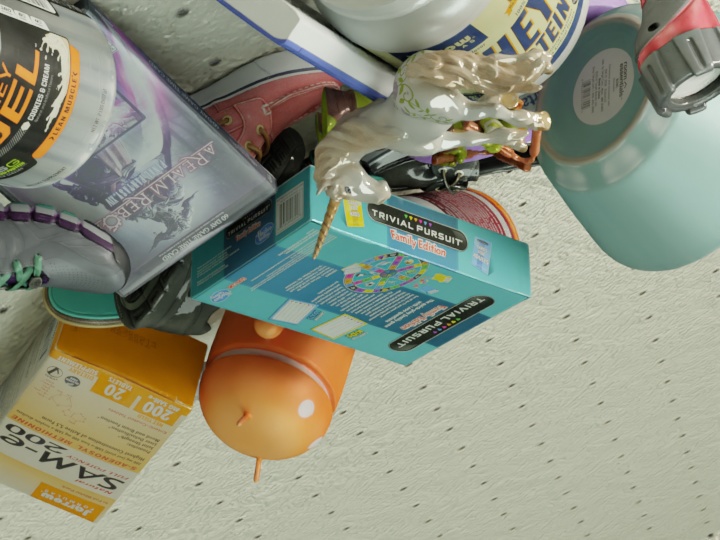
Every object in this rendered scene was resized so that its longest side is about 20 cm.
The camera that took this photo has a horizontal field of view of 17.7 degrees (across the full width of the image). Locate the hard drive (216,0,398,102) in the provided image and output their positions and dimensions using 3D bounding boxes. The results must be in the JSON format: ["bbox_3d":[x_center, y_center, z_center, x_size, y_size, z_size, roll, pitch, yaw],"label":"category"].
[{"bbox_3d":[-0.043,-0.159,1.500,0.025,0.132,0.200,-55,152,6],"label":"hard drive"}]

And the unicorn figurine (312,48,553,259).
[{"bbox_3d":[0.044,-0.094,1.477,0.137,0.074,0.200,-3,149,-12],"label":"unicorn figurine"}]

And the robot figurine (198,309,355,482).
[{"bbox_3d":[-0.064,0.072,1.898,0.116,0.200,0.144,34,140,-19],"label":"robot figurine"}]

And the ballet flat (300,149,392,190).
[{"bbox_3d":[-0.014,-0.049,1.734,0.072,0.072,0.200,-26,-171,1],"label":"ballet flat"}]

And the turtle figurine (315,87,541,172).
[{"bbox_3d":[0.052,-0.105,1.626,0.160,0.065,0.200,0,180,-7],"label":"turtle figurine"}]

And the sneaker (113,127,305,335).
[{"bbox_3d":[-0.102,-0.030,1.752,0.091,0.076,0.200,21,120,-43],"label":"sneaker"}]

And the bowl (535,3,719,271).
[{"bbox_3d":[0.200,-0.109,1.653,0.105,0.201,0.201,23,130,-37],"label":"bowl"}]

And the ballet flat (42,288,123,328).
[{"bbox_3d":[-0.154,0.001,1.825,0.199,0.069,0.063,-19,172,-13],"label":"ballet flat"}]

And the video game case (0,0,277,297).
[{"bbox_3d":[-0.172,-0.078,1.560,0.143,0.019,0.200,-33,125,19],"label":"video game case"}]

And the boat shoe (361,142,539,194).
[{"bbox_3d":[0.080,-0.094,1.865,0.199,0.057,0.069,-18,157,-17],"label":"boat shoe"}]

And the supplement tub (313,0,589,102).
[{"bbox_3d":[0.050,-0.198,1.488,0.145,0.145,0.200,-33,157,17],"label":"supplement tub"}]

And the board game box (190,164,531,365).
[{"bbox_3d":[0.000,0.000,1.685,0.199,0.047,0.151,18,148,-33],"label":"board game box"}]

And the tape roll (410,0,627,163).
[{"bbox_3d":[0.106,-0.162,1.735,0.199,0.066,0.200,-21,157,-9],"label":"tape roll"}]

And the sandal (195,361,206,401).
[{"bbox_3d":[-0.171,0.083,1.993,0.202,0.050,0.083,2,157,-13],"label":"sandal"}]

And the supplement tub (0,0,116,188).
[{"bbox_3d":[-0.247,-0.123,1.372,0.122,0.123,0.200,-35,156,22],"label":"supplement tub"}]

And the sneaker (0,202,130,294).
[{"bbox_3d":[-0.257,-0.003,1.555,0.199,0.088,0.075,16,142,-5],"label":"sneaker"}]

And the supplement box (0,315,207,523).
[{"bbox_3d":[-0.227,0.114,1.909,0.126,0.074,0.200,25,137,-15],"label":"supplement box"}]

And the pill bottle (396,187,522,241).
[{"bbox_3d":[0.050,-0.008,1.898,0.113,0.113,0.200,-35,170,23],"label":"pill bottle"}]

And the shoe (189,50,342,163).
[{"bbox_3d":[-0.090,-0.085,1.660,0.199,0.091,0.072,-22,158,-8],"label":"shoe"}]

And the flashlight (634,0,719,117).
[{"bbox_3d":[0.186,-0.201,1.552,0.068,0.201,0.068,-36,156,26],"label":"flashlight"}]
